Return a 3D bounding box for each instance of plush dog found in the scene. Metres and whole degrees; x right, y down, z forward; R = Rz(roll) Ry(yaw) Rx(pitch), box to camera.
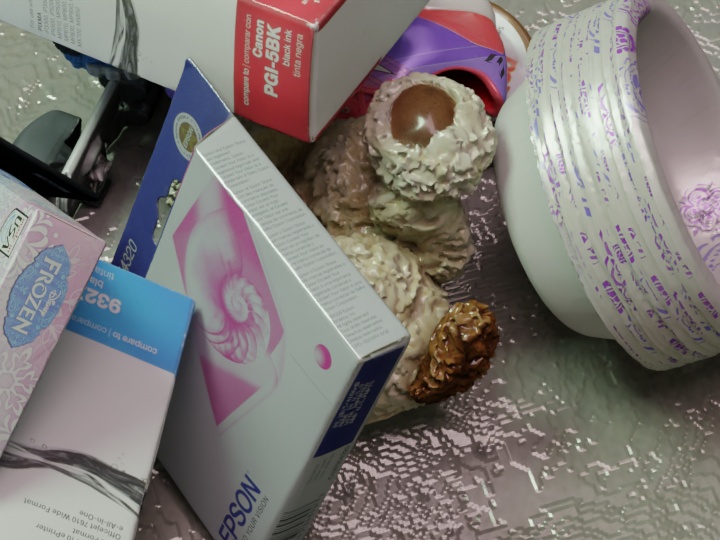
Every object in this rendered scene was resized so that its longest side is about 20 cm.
[{"bbox_3d":[0.000,0.000,1.274,0.199,0.160,0.173,-4,72,27],"label":"plush dog"}]

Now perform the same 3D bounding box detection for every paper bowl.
[{"bbox_3d":[0.144,-0.043,1.261,0.104,0.201,0.202,-19,57,23],"label":"paper bowl"}]

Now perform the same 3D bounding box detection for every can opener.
[{"bbox_3d":[-0.151,-0.117,1.363,0.066,0.053,0.201,18,60,7],"label":"can opener"}]

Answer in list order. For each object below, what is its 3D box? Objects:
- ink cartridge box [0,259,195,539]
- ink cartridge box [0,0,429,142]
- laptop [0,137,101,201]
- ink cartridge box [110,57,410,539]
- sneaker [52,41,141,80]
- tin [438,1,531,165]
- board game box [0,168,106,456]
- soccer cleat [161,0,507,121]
[{"bbox_3d":[-0.168,0.110,1.165,0.083,0.145,0.201,24,59,-20],"label":"ink cartridge box"},{"bbox_3d":[-0.077,-0.171,1.231,0.199,0.083,0.147,22,48,17],"label":"ink cartridge box"},{"bbox_3d":[-0.243,-0.127,1.269,0.103,0.177,0.201,-32,45,28],"label":"laptop"},{"bbox_3d":[-0.074,0.028,1.201,0.043,0.197,0.200,-22,62,-37],"label":"ink cartridge box"},{"bbox_3d":[-0.107,-0.179,1.342,0.199,0.075,0.087,-29,67,-34],"label":"sneaker"},{"bbox_3d":[0.012,-0.129,1.387,0.199,0.042,0.112,21,66,9],"label":"tin"},{"bbox_3d":[-0.212,0.048,1.150,0.043,0.199,0.201,27,90,-25],"label":"board game box"},{"bbox_3d":[-0.013,-0.110,1.317,0.199,0.068,0.074,-9,60,-11],"label":"soccer cleat"}]
